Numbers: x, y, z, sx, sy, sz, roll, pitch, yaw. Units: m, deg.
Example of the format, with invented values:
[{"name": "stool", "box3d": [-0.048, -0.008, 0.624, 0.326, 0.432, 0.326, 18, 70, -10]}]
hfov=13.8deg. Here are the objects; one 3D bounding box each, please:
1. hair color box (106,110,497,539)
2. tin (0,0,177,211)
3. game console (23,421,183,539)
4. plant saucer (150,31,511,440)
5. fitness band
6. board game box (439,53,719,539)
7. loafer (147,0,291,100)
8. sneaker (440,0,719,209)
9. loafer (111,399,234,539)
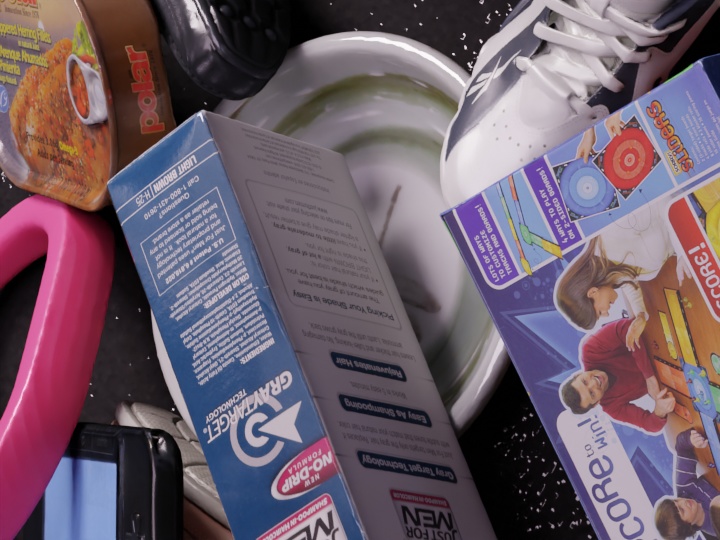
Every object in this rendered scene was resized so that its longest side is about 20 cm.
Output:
[{"name": "hair color box", "box3d": [-0.022, 0.042, 1.188, 0.060, 0.100, 0.201, -35, 62, 26]}, {"name": "tin", "box3d": [-0.133, -0.090, 1.338, 0.200, 0.042, 0.112, 19, 125, 64]}, {"name": "game console", "box3d": [-0.157, 0.153, 1.263, 0.200, 0.116, 0.177, 178, 93, -68]}, {"name": "plant saucer", "box3d": [0.000, 0.000, 1.273, 0.199, 0.050, 0.201, -7, 78, 35]}, {"name": "fitness band", "box3d": [-0.167, 0.052, 1.346, 0.144, 0.037, 0.201, -40, 30, 40]}, {"name": "board game box", "box3d": [0.127, 0.037, 1.105, 0.135, 0.034, 0.201, -29, 83, 37]}, {"name": "loafer", "box3d": [-0.082, -0.132, 1.326, 0.070, 0.068, 0.201, -48, 37, 20]}, {"name": "sneaker", "box3d": [0.094, -0.104, 1.146, 0.199, 0.130, 0.080, -45, 73, 2]}, {"name": "loafer", "box3d": [-0.050, 0.127, 1.270, 0.200, 0.072, 0.063, 36, 102, 36]}]
